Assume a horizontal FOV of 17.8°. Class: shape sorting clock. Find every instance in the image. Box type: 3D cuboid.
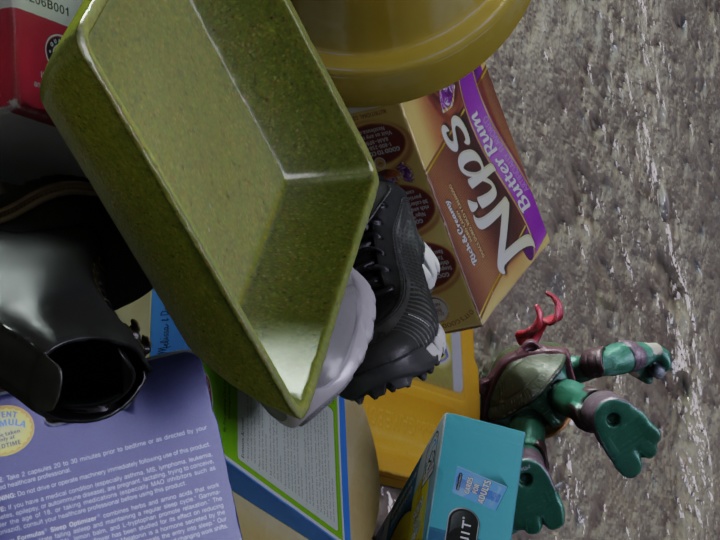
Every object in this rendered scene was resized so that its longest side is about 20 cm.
[{"bbox_3d":[-0.060,0.064,1.141,0.200,0.039,0.200,43,31,-34],"label":"shape sorting clock"}]

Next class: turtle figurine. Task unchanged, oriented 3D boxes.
[{"bbox_3d":[0.117,0.091,1.406,0.101,0.150,0.200,37,7,-9],"label":"turtle figurine"}]

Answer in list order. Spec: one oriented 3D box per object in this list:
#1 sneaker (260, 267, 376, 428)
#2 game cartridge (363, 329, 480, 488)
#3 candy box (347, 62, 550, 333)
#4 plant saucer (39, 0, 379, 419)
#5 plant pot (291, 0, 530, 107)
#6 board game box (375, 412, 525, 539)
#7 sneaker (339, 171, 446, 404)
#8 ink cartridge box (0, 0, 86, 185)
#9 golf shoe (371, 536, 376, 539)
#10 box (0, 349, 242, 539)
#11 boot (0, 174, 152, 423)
[{"bbox_3d":[-0.051,-0.005,1.119,0.082,0.075,0.200,30,28,-33],"label":"sneaker"},{"bbox_3d":[0.016,0.024,1.328,0.176,0.032,0.200,20,61,-56],"label":"game cartridge"},{"bbox_3d":[0.036,-0.076,1.313,0.117,0.056,0.200,-46,119,-55],"label":"candy box"},{"bbox_3d":[-0.069,-0.062,1.004,0.200,0.048,0.200,62,25,-27],"label":"plant saucer"},{"bbox_3d":[-0.003,-0.202,1.142,0.189,0.201,0.201,85,1,-77],"label":"plant pot"},{"bbox_3d":[0.032,0.197,1.188,0.151,0.047,0.200,113,-10,-55],"label":"board game box"},{"bbox_3d":[0.000,0.000,1.179,0.200,0.066,0.091,-84,152,-70],"label":"sneaker"},{"bbox_3d":[-0.148,-0.147,1.052,0.145,0.083,0.200,16,66,-57],"label":"ink cartridge box"},{"bbox_3d":[-0.046,0.166,1.129,0.088,0.077,0.200,61,31,-11],"label":"golf shoe"},{"bbox_3d":[-0.107,0.143,1.015,0.121,0.032,0.200,-12,92,-28],"label":"box"},{"bbox_3d":[-0.118,0.021,0.977,0.200,0.138,0.078,-11,122,-53],"label":"boot"}]
